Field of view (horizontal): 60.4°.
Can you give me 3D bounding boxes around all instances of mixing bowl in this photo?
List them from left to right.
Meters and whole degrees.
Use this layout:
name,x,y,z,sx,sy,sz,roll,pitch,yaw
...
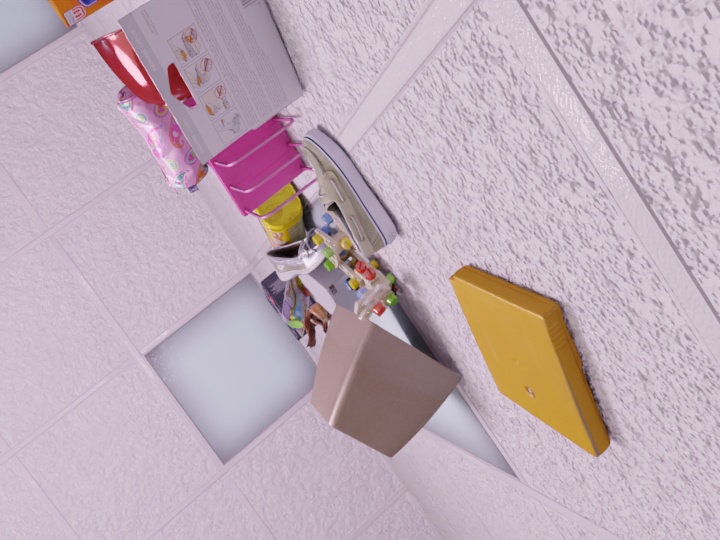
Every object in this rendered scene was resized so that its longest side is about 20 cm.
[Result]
name,x,y,z,sx,sy,sz,roll,pitch,yaw
mixing bowl,-0.266,-0.304,0.881,0.199,0.197,0.111,30,144,59

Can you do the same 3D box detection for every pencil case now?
name,x,y,z,sx,sy,sz,roll,pitch,yaw
pencil case,-0.346,-0.236,1.092,0.087,0.087,0.203,38,158,48

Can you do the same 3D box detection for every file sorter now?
name,x,y,z,sx,sy,sz,roll,pitch,yaw
file sorter,-0.166,-0.203,0.964,0.203,0.138,0.125,59,162,-24

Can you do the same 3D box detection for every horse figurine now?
name,x,y,z,sx,sy,sz,roll,pitch,yaw
horse figurine,-0.061,0.107,1.371,0.133,0.197,0.051,45,125,24

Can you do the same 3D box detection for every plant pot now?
name,x,y,z,sx,sy,sz,roll,pitch,yaw
plant pot,0.021,0.198,1.079,0.197,0.180,0.199,32,174,-20

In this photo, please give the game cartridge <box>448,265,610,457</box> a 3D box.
name,x,y,z,sx,sy,sz,roll,pitch,yaw
game cartridge,0.188,0.095,0.704,0.176,0.032,0.203,31,151,60

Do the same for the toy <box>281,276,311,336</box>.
name,x,y,z,sx,sy,sz,roll,pitch,yaw
toy,-0.126,0.034,1.412,0.046,0.205,0.116,-2,149,21

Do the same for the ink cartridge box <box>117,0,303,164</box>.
name,x,y,z,sx,sy,sz,roll,pitch,yaw
ink cartridge box,-0.180,-0.265,0.769,0.043,0.172,0.203,37,159,46

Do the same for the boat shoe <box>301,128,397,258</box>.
name,x,y,z,sx,sy,sz,roll,pitch,yaw
boat shoe,-0.028,-0.110,0.866,0.202,0.061,0.072,52,167,12

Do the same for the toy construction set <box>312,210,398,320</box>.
name,x,y,z,sx,sy,sz,roll,pitch,yaw
toy construction set,0.000,0.000,1.011,0.202,0.090,0.132,58,172,34

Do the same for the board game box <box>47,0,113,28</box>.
name,x,y,z,sx,sy,sz,roll,pitch,yaw
board game box,-0.442,-0.547,0.925,0.201,0.198,0.200,51,167,7

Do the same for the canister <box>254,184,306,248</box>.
name,x,y,z,sx,sy,sz,roll,pitch,yaw
canister,-0.174,-0.119,1.299,0.150,0.085,0.201,56,170,17

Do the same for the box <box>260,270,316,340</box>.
name,x,y,z,sx,sy,sz,roll,pitch,yaw
box,-0.224,0.106,2.010,0.183,0.103,0.201,49,166,14

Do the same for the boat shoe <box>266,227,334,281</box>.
name,x,y,z,sx,sy,sz,roll,pitch,yaw
boat shoe,-0.116,-0.036,1.213,0.065,0.075,0.200,47,145,-17

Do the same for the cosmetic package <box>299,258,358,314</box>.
name,x,y,z,sx,sy,sz,roll,pitch,yaw
cosmetic package,-0.061,0.024,1.287,0.199,0.081,0.114,33,157,54

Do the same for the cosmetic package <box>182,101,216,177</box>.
name,x,y,z,sx,sy,sz,roll,pitch,yaw
cosmetic package,-0.259,-0.287,1.104,0.203,0.122,0.199,59,166,-16
